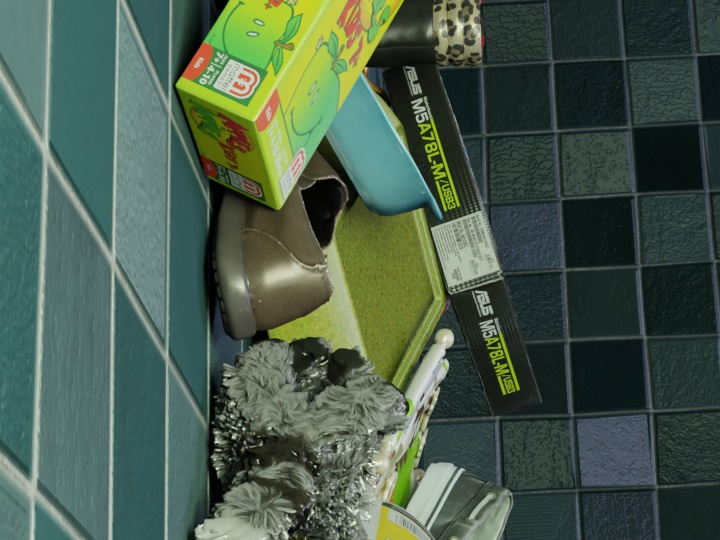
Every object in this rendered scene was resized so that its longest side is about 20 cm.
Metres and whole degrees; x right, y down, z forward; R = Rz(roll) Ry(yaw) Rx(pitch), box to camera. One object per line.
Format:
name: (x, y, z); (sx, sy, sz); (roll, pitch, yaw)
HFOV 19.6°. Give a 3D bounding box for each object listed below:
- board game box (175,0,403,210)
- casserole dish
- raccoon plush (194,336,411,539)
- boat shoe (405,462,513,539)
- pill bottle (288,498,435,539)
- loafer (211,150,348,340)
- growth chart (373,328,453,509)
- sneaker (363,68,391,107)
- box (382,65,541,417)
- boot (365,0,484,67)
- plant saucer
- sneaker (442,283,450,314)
board game box: (-0.020, -0.143, 1.085); (0.201, 0.047, 0.102); (-60, 163, -18)
casserole dish: (-0.017, -0.108, 1.222); (0.201, 0.039, 0.121); (61, 0, 2)
raccoon plush: (-0.052, 0.126, 1.091); (0.200, 0.096, 0.135); (-42, 150, -47)
boat shoe: (0.053, 0.206, 1.388); (0.072, 0.070, 0.201); (81, 24, -44)
pill bottle: (-0.007, 0.209, 1.194); (0.200, 0.111, 0.113); (-70, 157, -78)
loafer: (-0.041, -0.036, 1.154); (0.201, 0.071, 0.073); (-91, 176, -47)
growth chart: (0.027, 0.127, 1.374); (0.201, 0.018, 0.145); (98, 17, -52)
sneaker: (-0.020, -0.195, 1.545); (0.078, 0.077, 0.201); (56, 30, -79)
box: (0.075, -0.023, 1.515); (0.193, 0.047, 0.201); (63, 10, -56)
boot: (0.006, -0.182, 1.369); (0.200, 0.150, 0.074); (-85, 171, -62)
plant saucer: (0.000, 0.000, 1.322); (0.200, 0.048, 0.201); (-60, 141, -52)
sneaker: (0.008, -0.035, 1.582); (0.200, 0.073, 0.088); (47, 27, -42)
